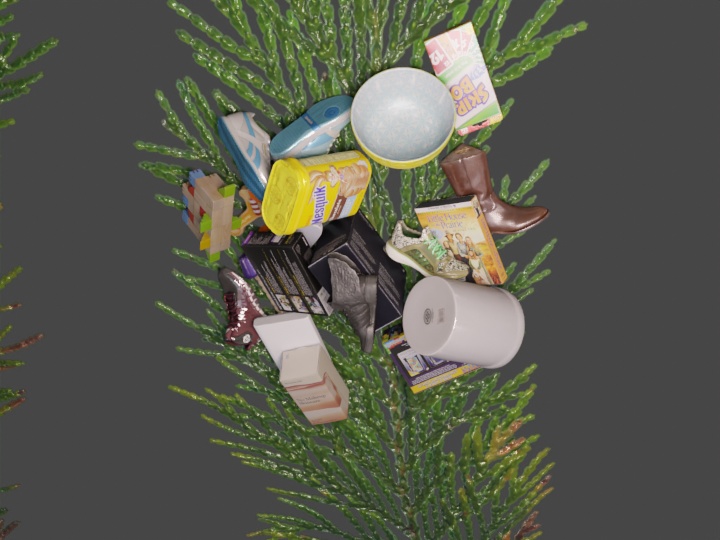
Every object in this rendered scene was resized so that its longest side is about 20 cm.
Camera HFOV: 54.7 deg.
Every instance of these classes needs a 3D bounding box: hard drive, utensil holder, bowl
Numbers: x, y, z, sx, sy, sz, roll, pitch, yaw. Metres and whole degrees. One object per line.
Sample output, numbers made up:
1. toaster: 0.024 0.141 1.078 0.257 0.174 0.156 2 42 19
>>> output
1. hard drive: -0.156 0.171 1.635 0.129 0.027 0.201 -9 138 10
2. utensil holder: 0.207 0.105 1.423 0.198 0.171 0.171 12 126 -36
3. bowl: 0.082 -0.273 1.338 0.196 0.204 0.108 5 162 5

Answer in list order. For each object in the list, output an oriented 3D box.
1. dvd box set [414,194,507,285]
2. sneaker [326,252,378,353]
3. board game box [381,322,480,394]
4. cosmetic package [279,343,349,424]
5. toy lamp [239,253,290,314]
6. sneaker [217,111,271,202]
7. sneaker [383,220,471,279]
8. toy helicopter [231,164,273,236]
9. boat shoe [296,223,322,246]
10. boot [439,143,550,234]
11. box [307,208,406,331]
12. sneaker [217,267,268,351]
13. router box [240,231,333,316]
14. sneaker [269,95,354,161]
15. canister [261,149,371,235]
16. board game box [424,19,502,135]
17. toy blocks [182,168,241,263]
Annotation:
1. dvd box set: 0.211 -0.058 1.461 0.145 0.029 0.202 -2 123 42
2. sneaker: -0.018 0.067 1.374 0.102 0.060 0.203 5 114 4
3. board game box: 0.174 0.179 1.618 0.198 0.057 0.166 -24 115 19
4. cosmetic package: -0.107 0.275 1.660 0.102 0.088 0.201 -13 134 16
5. toy lamp: -0.212 0.045 1.598 0.058 0.058 0.202 -24 113 20
6. sneaker: -0.209 -0.230 1.390 0.202 0.080 0.076 62 152 8
7. sneaker: 0.141 -0.044 1.458 0.197 0.077 0.090 23 126 19
8. toy helicopter: -0.218 -0.128 1.508 0.199 0.080 0.132 -32 119 34
9. boat shoe: -0.141 -0.074 1.516 0.069 0.067 0.200 14 145 -22
10. boot: 0.272 -0.171 1.409 0.183 0.064 0.203 -15 112 17
11. box: 0.000 0.000 1.471 0.103 0.183 0.201 -29 111 22
12. sneaker: -0.288 0.100 1.597 0.075 0.116 0.201 -5 125 49
13. router box: -0.151 0.007 1.496 0.147 0.051 0.202 4 135 34
14. sneaker: -0.076 -0.258 1.410 0.198 0.080 0.131 -32 138 3
15. canister: -0.083 -0.158 1.368 0.087 0.198 0.150 44 131 27
16. board game box: 0.200 -0.362 1.333 0.094 0.030 0.202 -18 117 17
17. toy blocks: -0.330 -0.138 1.482 0.137 0.099 0.202 47 142 27
